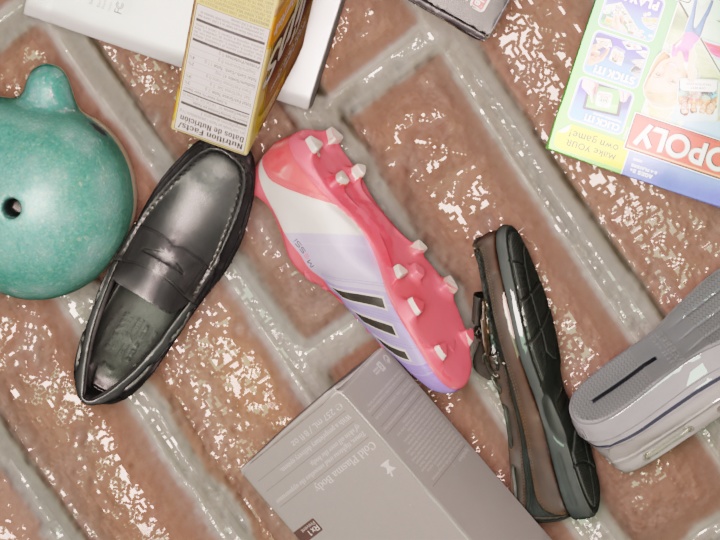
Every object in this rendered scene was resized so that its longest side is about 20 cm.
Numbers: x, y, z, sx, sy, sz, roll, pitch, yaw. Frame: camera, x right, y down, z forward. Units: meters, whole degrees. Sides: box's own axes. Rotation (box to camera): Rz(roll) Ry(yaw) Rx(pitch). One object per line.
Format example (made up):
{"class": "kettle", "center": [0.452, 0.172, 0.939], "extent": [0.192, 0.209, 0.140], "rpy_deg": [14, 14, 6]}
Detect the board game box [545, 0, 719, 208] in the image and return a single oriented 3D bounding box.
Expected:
{"class": "board game box", "center": [0.233, -0.110, 1.420], "extent": [0.199, 0.029, 0.135], "rpy_deg": [18, 98, 4]}

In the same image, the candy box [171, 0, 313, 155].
{"class": "candy box", "center": [-0.058, -0.182, 1.326], "extent": [0.055, 0.116, 0.200], "rpy_deg": [20, 136, 5]}

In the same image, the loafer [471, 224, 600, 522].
{"class": "loafer", "center": [0.099, 0.072, 1.439], "extent": [0.063, 0.072, 0.201], "rpy_deg": [-14, 99, 20]}

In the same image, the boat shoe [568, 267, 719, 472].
{"class": "boat shoe", "center": [0.229, 0.055, 1.428], "extent": [0.200, 0.074, 0.067], "rpy_deg": [-32, 126, 10]}

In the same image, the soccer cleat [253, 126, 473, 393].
{"class": "soccer cleat", "center": [0.000, 0.000, 1.441], "extent": [0.076, 0.067, 0.200], "rpy_deg": [-37, 84, 33]}

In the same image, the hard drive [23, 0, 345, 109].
{"class": "hard drive", "center": [-0.107, -0.199, 1.449], "extent": [0.199, 0.026, 0.132], "rpy_deg": [19, 99, 4]}

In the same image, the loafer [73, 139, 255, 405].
{"class": "loafer", "center": [-0.128, 0.004, 1.442], "extent": [0.068, 0.070, 0.201], "rpy_deg": [30, 108, -2]}

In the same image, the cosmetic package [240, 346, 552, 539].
{"class": "cosmetic package", "center": [0.032, 0.163, 1.436], "extent": [0.200, 0.090, 0.107], "rpy_deg": [49, 120, 2]}

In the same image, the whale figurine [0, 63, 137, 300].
{"class": "whale figurine", "center": [-0.243, -0.066, 1.441], "extent": [0.200, 0.104, 0.159], "rpy_deg": [36, 100, 1]}

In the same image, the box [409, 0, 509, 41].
{"class": "box", "center": [0.041, -0.278, 1.392], "extent": [0.198, 0.050, 0.201], "rpy_deg": [30, 96, -5]}
